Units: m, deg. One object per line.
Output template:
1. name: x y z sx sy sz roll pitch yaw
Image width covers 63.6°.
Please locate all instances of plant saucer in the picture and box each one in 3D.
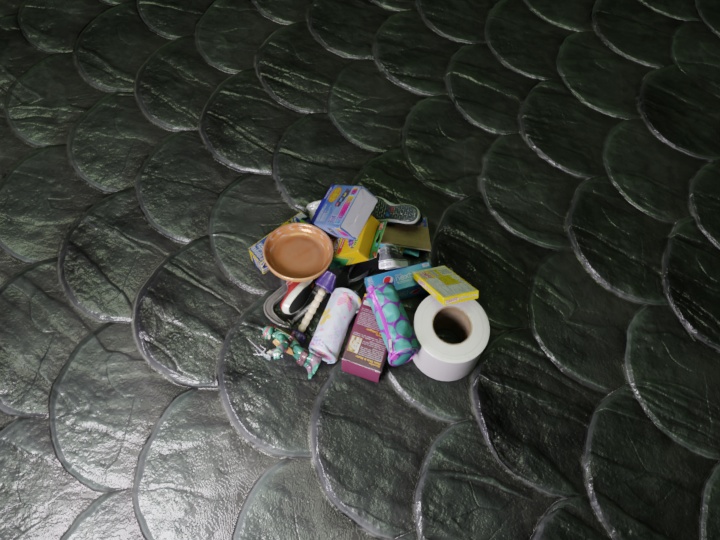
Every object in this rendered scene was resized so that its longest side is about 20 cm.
1. plant saucer: -0.173 -0.047 1.618 0.195 0.038 0.204 3 52 -4

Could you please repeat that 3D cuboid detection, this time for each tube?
1. tube: 0.082 -0.089 1.735 0.195 0.051 0.079 12 54 1

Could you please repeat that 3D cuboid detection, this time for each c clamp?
1. c clamp: -0.167 0.093 1.638 0.198 0.027 0.171 -35 68 -19

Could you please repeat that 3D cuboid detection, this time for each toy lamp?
1. toy lamp: -0.126 0.095 1.583 0.057 0.058 0.203 27 82 13

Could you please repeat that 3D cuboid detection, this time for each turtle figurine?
1. turtle figurine: -0.197 0.204 1.508 0.197 0.150 0.102 30 79 -2

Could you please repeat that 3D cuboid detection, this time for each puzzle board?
1. puzzle board: 0.110 -0.121 1.734 0.195 0.018 0.153 9 42 -8

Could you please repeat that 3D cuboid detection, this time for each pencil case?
1. pencil case: -0.067 0.147 1.575 0.082 0.091 0.203 -5 51 48
2. pencil case: 0.080 0.135 1.490 0.091 0.085 0.203 11 50 -48

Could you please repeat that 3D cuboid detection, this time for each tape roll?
1. tape roll: 0.232 0.174 1.542 0.197 0.140 0.207 0 62 -1

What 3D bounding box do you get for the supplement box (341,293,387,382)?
1. supplement box: 0.030 0.181 1.562 0.108 0.086 0.203 17 62 7

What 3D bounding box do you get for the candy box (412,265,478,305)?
1. candy box: 0.221 0.036 1.534 0.100 0.027 0.200 -13 23 -14

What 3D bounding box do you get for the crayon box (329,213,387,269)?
1. crayon box: -0.020 -0.085 1.651 0.051 0.198 0.129 36 58 -33

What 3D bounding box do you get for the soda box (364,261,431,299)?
1. soda box: 0.111 0.040 1.651 0.195 0.068 0.065 -13 61 -9

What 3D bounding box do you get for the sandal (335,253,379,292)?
1. sandal: 0.000 -0.001 1.684 0.076 0.043 0.200 39 67 18

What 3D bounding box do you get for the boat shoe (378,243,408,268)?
1. boat shoe: 0.087 -0.040 1.622 0.070 0.200 0.070 -8 88 16

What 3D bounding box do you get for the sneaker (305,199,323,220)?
1. sneaker: -0.065 -0.181 1.775 0.195 0.074 0.082 -16 74 -4

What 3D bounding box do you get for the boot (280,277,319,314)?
1. boot: -0.202 0.026 1.632 0.142 0.073 0.201 22 51 15

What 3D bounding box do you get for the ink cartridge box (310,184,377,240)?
1. ink cartridge box: -0.058 -0.169 1.661 0.076 0.199 0.138 36 77 -31

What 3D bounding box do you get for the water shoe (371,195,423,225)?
1. water shoe: 0.090 -0.166 1.725 0.196 0.079 0.073 18 85 27

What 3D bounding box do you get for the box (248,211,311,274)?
1. box: -0.228 -0.083 1.707 0.199 0.071 0.064 -37 68 -19
